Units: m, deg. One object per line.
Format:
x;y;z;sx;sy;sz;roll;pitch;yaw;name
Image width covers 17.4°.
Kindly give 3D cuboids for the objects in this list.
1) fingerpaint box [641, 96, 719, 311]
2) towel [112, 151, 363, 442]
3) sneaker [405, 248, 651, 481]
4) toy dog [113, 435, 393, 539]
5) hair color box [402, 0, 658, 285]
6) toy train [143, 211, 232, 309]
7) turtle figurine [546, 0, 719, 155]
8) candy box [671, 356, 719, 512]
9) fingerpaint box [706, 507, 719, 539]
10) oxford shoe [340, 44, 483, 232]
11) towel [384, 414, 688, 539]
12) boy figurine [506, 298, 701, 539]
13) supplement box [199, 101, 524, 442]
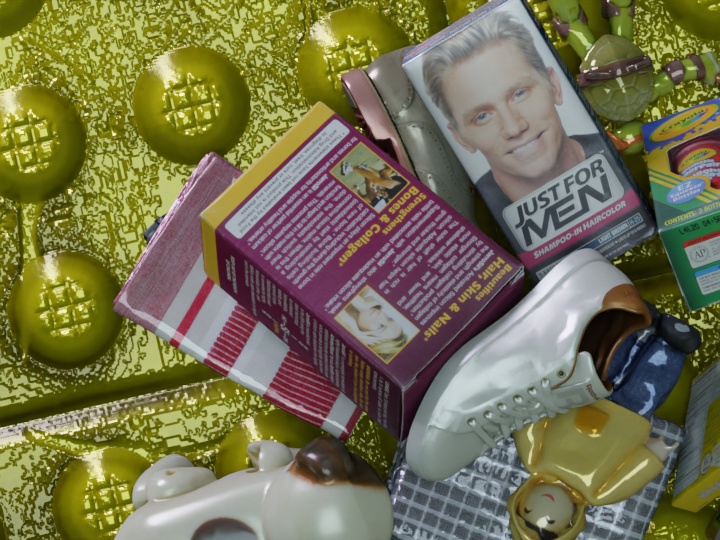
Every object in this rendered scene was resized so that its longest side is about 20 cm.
0.304;-0.072;1.639;0.199;0.167;0.074;-19;117;13;fingerpaint box
-0.064;0.018;1.743;0.199;0.023;0.144;30;71;0;towel
0.116;0.078;1.614;0.200;0.073;0.085;-47;50;0;sneaker
-0.069;0.180;1.673;0.199;0.194;0.140;-16;80;26;toy dog
0.122;-0.092;1.691;0.100;0.061;0.200;-31;100;11;hair color box
-0.081;0.030;1.767;0.200;0.034;0.046;44;80;3;toy train
0.174;-0.148;1.735;0.199;0.064;0.162;-18;89;1;turtle figurine
0.267;0.098;1.654;0.026;0.200;0.103;18;69;-5;candy box
0.329;0.125;1.672;0.073;0.167;0.201;27;91;2;fingerpaint box
0.063;-0.074;1.741;0.074;0.071;0.201;-30;90;-4;oxford shoe
0.120;0.154;1.730;0.199;0.086;0.166;20;90;3;towel
0.157;0.113;1.660;0.124;0.064;0.200;32;80;9;boy figurine
0.000;0.000;1.676;0.200;0.103;0.131;41;70;17;supplement box
